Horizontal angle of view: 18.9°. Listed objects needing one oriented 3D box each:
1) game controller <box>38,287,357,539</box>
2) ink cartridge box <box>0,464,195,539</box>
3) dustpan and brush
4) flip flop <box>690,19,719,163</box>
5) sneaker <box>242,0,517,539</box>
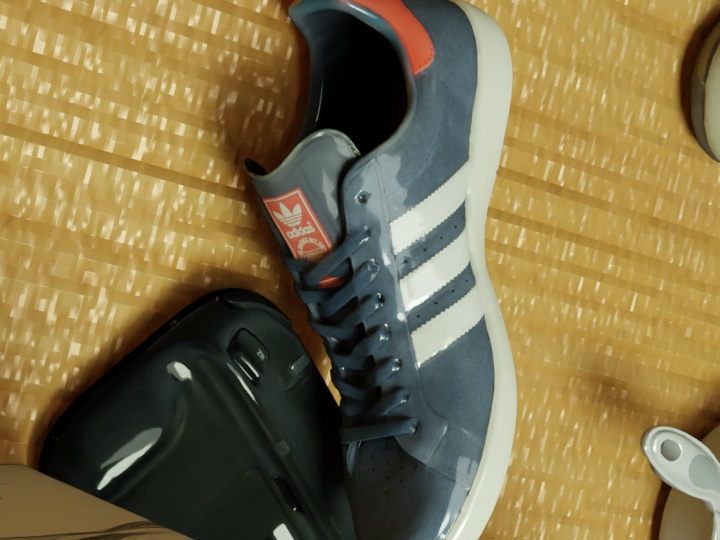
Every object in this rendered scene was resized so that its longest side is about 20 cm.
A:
[{"bbox_3d":[-0.033,0.104,0.757,0.104,0.042,0.201,-35,122,-12],"label":"game controller"},{"bbox_3d":[-0.080,0.149,0.617,0.084,0.199,0.147,-2,102,-42],"label":"ink cartridge box"},{"bbox_3d":[0.157,0.100,0.894,0.200,0.057,0.140,33,79,-40],"label":"dustpan and brush"},{"bbox_3d":[0.211,-0.115,0.888,0.200,0.057,0.081,-43,125,-24],"label":"flip flop"},{"bbox_3d":[0.000,0.000,0.713,0.084,0.075,0.202,14,69,-41],"label":"sneaker"}]
